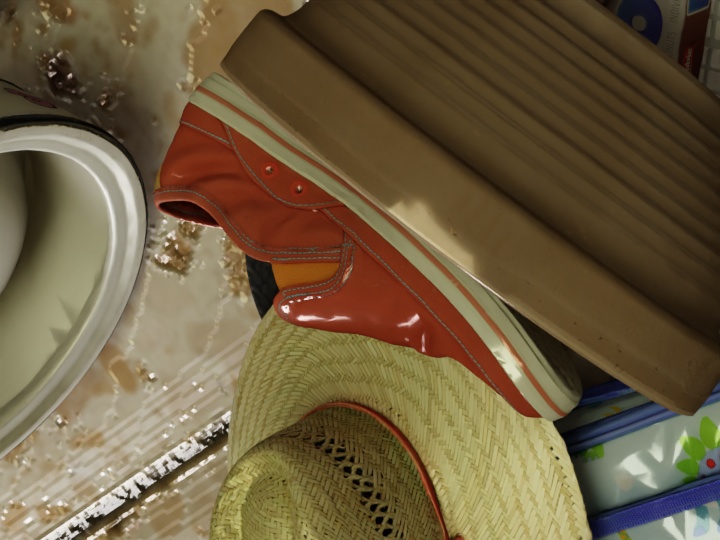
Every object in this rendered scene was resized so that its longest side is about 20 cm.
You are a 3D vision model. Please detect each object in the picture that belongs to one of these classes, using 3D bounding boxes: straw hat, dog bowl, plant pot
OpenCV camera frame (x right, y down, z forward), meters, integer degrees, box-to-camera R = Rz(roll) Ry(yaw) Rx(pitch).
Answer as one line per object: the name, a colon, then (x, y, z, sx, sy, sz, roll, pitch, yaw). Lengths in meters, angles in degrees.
straw hat: (-0.011, 0.103, 0.827, 0.200, 0.085, 0.203, 13, 110, 37)
dog bowl: (-0.186, 0.003, 0.894, 0.074, 0.199, 0.201, 41, 123, 27)
plant pot: (0.058, -0.047, 0.737, 0.200, 0.201, 0.093, 37, 97, 9)

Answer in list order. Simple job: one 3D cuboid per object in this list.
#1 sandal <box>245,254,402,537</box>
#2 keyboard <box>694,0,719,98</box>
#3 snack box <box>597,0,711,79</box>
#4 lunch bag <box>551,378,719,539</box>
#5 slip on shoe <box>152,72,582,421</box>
sandal: (0.001, 0.030, 0.900, 0.075, 0.045, 0.201, 8, 124, 28)
keyboard: (0.126, -0.145, 0.785, 0.056, 0.011, 0.202, 14, 115, 20)
snack box: (0.098, -0.148, 0.781, 0.072, 0.024, 0.202, 22, 118, 31)
lunch bag: (0.137, 0.111, 0.840, 0.199, 0.082, 0.162, -21, 97, 29)
slip on shoe: (0.000, 0.000, 0.789, 0.200, 0.074, 0.061, 36, 93, 30)
